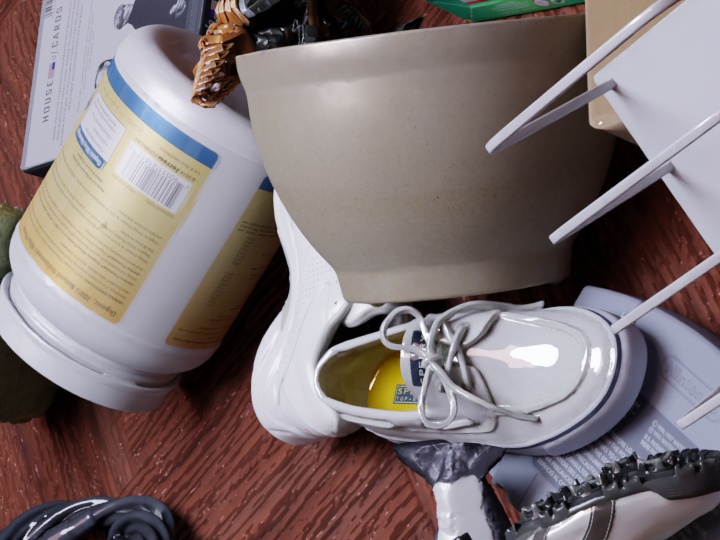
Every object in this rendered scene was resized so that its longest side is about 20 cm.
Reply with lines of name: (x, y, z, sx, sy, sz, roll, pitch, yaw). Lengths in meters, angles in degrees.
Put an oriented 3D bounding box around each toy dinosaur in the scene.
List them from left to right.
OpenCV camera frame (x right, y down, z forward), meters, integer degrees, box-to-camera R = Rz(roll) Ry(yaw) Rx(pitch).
toy dinosaur: (-0.037, -0.140, 1.348, 0.135, 0.102, 0.201, -6, 47, 33)

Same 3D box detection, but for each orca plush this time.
orca plush: (0.044, 0.184, 1.165, 0.071, 0.105, 0.201, -11, -92, -89)

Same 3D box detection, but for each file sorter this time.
file sorter: (0.171, -0.020, 0.968, 0.200, 0.124, 0.139, 55, 135, 4)

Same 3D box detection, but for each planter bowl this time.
planter bowl: (0.043, -0.055, 1.190, 0.200, 0.200, 0.135, -3, 95, 50)

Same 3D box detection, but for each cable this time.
cable: (-0.181, 0.194, 1.404, 0.199, 0.051, 0.163, -6, 27, 47)

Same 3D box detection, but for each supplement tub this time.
supplement tub: (-0.123, -0.030, 1.399, 0.200, 0.144, 0.145, -57, 40, 17)

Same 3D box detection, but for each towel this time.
towel: (-0.230, 0.027, 1.482, 0.036, 0.200, 0.149, 25, 95, 20)

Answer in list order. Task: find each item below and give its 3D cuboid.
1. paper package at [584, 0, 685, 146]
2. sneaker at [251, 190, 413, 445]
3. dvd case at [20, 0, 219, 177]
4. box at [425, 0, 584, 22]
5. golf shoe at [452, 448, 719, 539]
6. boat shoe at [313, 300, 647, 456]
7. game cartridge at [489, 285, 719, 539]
paper package: (0.208, -0.160, 1.083, 0.200, 0.103, 0.192, -23, 58, 44)
sneaker: (0.000, 0.000, 1.288, 0.099, 0.078, 0.201, 1, 86, 60)
dvd case: (-0.162, -0.153, 1.595, 0.200, 0.025, 0.151, -12, 66, 48)
box: (0.101, -0.246, 1.295, 0.117, 0.048, 0.201, -4, 71, 49)
golf shoe: (0.095, 0.150, 1.075, 0.200, 0.078, 0.095, -30, 82, 24)
boat shoe: (0.046, 0.047, 1.154, 0.202, 0.086, 0.075, -5, 71, 51)
game cartridge: (0.147, 0.097, 1.109, 0.200, 0.040, 0.134, 46, 115, 49)
